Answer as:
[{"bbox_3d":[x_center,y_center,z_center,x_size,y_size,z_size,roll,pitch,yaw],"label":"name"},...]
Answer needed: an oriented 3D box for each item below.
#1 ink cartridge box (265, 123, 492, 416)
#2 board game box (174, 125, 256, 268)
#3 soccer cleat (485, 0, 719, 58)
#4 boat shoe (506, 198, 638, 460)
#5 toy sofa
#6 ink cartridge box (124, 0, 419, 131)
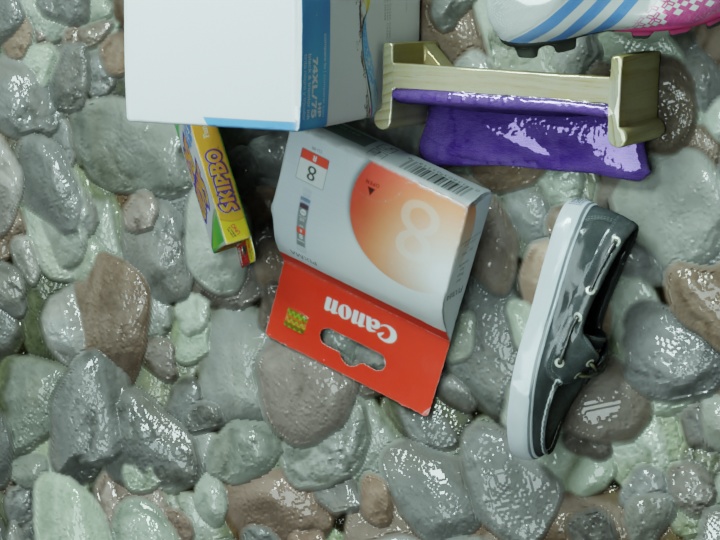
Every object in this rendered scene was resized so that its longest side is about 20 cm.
[{"bbox_3d":[0.000,0.000,1.702,0.162,0.050,0.201,26,115,22],"label":"ink cartridge box"},{"bbox_3d":[-0.124,-0.098,1.747,0.030,0.096,0.201,-19,90,-10],"label":"board game box"},{"bbox_3d":[0.184,-0.206,1.543,0.199,0.070,0.087,-12,125,4],"label":"soccer cleat"},{"bbox_3d":[0.155,0.049,1.635,0.056,0.069,0.201,17,102,24],"label":"boat shoe"},{"bbox_3d":[0.116,-0.116,1.623,0.199,0.083,0.098,6,99,27],"label":"toy sofa"},{"bbox_3d":[-0.061,-0.186,1.638,0.146,0.200,0.147,5,101,27],"label":"ink cartridge box"}]
